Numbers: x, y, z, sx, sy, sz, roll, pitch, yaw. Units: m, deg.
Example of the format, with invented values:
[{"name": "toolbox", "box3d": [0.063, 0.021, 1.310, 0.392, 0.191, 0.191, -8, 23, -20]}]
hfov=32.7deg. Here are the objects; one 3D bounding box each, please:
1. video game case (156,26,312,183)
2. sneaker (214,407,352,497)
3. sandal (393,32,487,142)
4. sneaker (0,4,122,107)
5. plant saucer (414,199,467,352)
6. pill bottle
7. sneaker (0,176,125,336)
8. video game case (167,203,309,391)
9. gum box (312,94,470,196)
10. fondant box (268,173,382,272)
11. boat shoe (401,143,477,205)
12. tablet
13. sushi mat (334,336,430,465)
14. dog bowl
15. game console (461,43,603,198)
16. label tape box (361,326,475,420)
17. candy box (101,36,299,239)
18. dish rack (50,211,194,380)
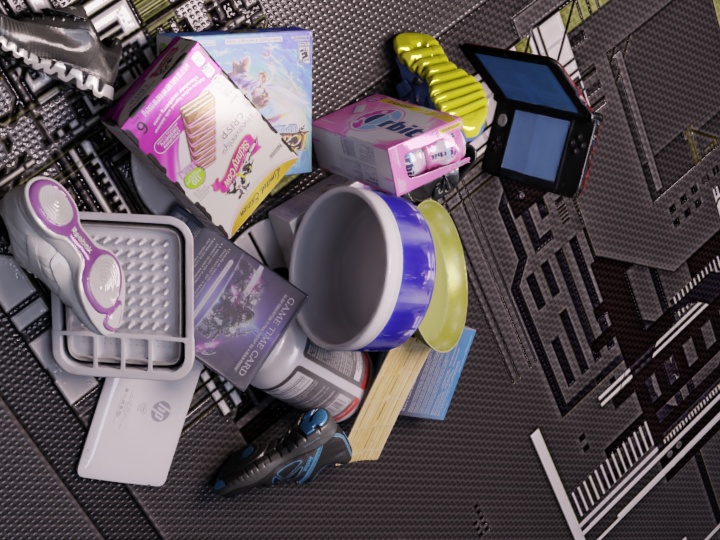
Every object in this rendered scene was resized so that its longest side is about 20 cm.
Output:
[{"name": "video game case", "box3d": [-0.151, -0.202, 1.508, 0.199, 0.045, 0.182, -11, 111, -34]}, {"name": "sneaker", "box3d": [-0.104, 0.260, 1.615, 0.200, 0.073, 0.082, -29, 117, 21]}, {"name": "sandal", "box3d": [0.102, -0.228, 1.610, 0.079, 0.200, 0.087, -9, 135, -22]}, {"name": "sneaker", "box3d": [-0.342, -0.257, 1.340, 0.200, 0.066, 0.091, 24, 87, -42]}, {"name": "plant saucer", "box3d": [0.089, 0.008, 1.610, 0.200, 0.031, 0.201, 20, 67, -60]}, {"name": "pill bottle", "box3d": [-0.086, 0.114, 1.609, 0.200, 0.116, 0.116, 33, 84, -38]}, {"name": "sneaker", "box3d": [-0.338, -0.013, 1.395, 0.075, 0.099, 0.201, -47, 117, -47]}, {"name": "video game case", "box3d": [-0.184, 0.033, 1.502, 0.200, 0.019, 0.143, 35, 81, -2]}, {"name": "gum box", "box3d": [0.036, -0.161, 1.557, 0.113, 0.200, 0.066, -26, 119, -25]}, {"name": "fondant box", "box3d": [-0.011, -0.057, 1.648, 0.200, 0.058, 0.145, -33, 122, -25]}, {"name": "boat shoe", "box3d": [0.105, -0.133, 1.647, 0.199, 0.066, 0.075, -29, 113, -61]}, {"name": "tablet", "box3d": [-0.274, 0.174, 1.556, 0.130, 0.014, 0.201, 16, 95, -39]}, {"name": "sushi mat", "box3d": [0.034, 0.173, 1.646, 0.095, 0.012, 0.201, 6, 114, -51]}, {"name": "dog bowl", "box3d": [0.000, 0.000, 1.511, 0.079, 0.200, 0.201, 6, 101, -38]}, {"name": "game console", "box3d": [0.218, -0.205, 1.678, 0.118, 0.200, 0.173, 8, 100, -37]}, {"name": "label tape box", "box3d": [0.067, 0.129, 1.733, 0.200, 0.066, 0.144, 16, 95, -51]}, {"name": "candy box", "box3d": [-0.183, -0.153, 1.432, 0.137, 0.061, 0.200, -51, 126, -11]}, {"name": "dish rack", "box3d": [-0.277, 0.026, 1.448, 0.171, 0.044, 0.201, 3, 106, 4]}]
